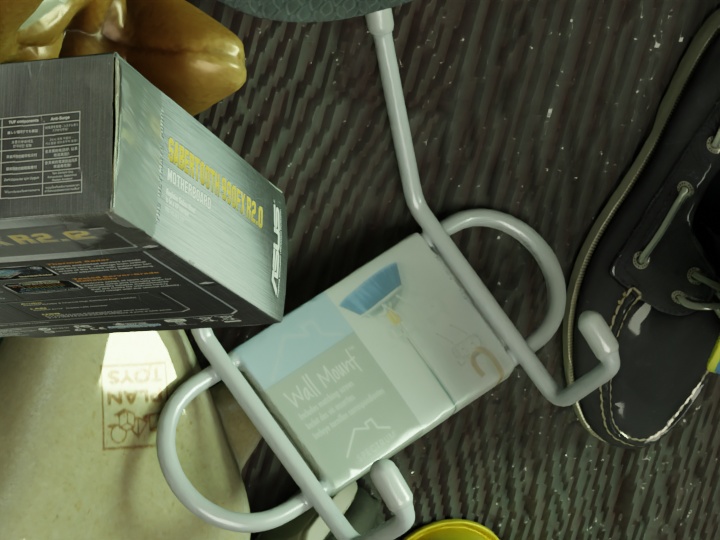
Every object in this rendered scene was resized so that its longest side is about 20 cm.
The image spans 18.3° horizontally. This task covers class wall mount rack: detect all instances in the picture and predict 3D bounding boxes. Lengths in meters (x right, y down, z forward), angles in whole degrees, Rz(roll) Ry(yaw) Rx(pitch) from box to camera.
[{"bbox_3d":[0.000,0.000,0.826,0.200,0.075,0.174,-32,83,-34],"label":"wall mount rack"}]

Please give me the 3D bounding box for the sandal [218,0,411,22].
[{"bbox_3d":[0.019,-0.136,0.813,0.199,0.043,0.076,-7,128,-17],"label":"sandal"}]

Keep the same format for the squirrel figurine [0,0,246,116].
[{"bbox_3d":[-0.167,-0.095,0.686,0.199,0.187,0.142,-22,81,21],"label":"squirrel figurine"}]

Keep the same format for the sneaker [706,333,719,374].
[{"bbox_3d":[0.201,0.028,0.877,0.200,0.082,0.074,-9,120,-64],"label":"sneaker"}]

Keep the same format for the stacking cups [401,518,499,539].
[{"bbox_3d":[0.066,0.175,0.886,0.060,0.200,0.061,-8,117,-16],"label":"stacking cups"}]

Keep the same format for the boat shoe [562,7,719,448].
[{"bbox_3d":[0.137,-0.009,0.898,0.072,0.063,0.201,11,112,-22],"label":"boat shoe"}]

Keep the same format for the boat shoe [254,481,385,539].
[{"bbox_3d":[-0.039,0.157,0.862,0.057,0.200,0.067,49,136,-11],"label":"boat shoe"}]

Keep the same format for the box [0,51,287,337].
[{"bbox_3d":[-0.140,-0.015,0.708,0.199,0.158,0.049,-5,76,15],"label":"box"}]

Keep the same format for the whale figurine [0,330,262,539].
[{"bbox_3d":[-0.112,0.056,0.844,0.159,0.104,0.201,-3,95,-37],"label":"whale figurine"}]
